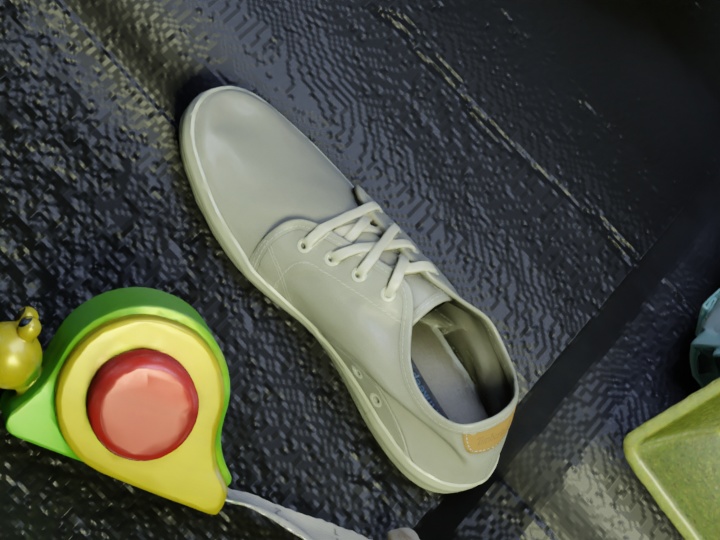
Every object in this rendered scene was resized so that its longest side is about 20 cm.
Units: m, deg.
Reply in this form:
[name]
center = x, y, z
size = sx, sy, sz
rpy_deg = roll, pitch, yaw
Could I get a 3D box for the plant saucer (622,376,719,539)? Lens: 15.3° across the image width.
[plant saucer]
center = 0.247, 0.094, 1.126
size = 0.200, 0.199, 0.048
rpy_deg = 53, 26, -7

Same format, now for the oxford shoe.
[oxford shoe]
center = 0.000, 0.000, 1.108
size = 0.075, 0.058, 0.200
rpy_deg = -31, 82, -39

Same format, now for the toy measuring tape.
[toy measuring tape]
center = -0.052, 0.056, 1.027
size = 0.199, 0.074, 0.074
rpy_deg = 23, 53, -18

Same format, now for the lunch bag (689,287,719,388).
[lunch bag]
center = 0.263, 0.031, 1.225
size = 0.199, 0.122, 0.171
rpy_deg = 31, 54, 4
